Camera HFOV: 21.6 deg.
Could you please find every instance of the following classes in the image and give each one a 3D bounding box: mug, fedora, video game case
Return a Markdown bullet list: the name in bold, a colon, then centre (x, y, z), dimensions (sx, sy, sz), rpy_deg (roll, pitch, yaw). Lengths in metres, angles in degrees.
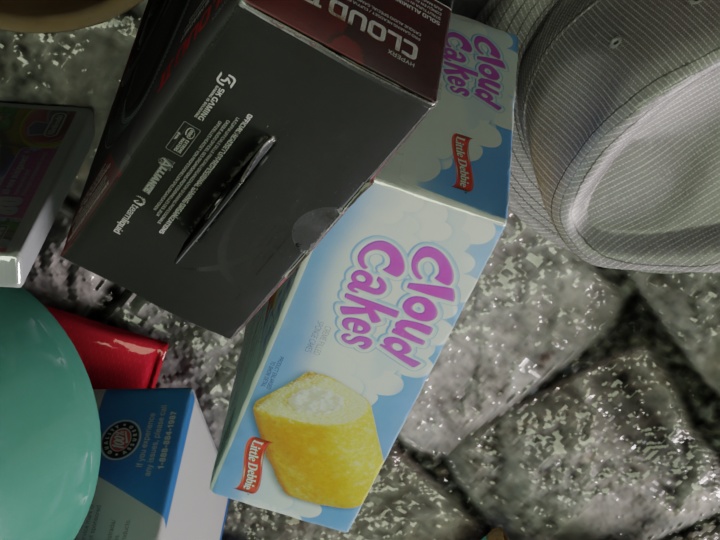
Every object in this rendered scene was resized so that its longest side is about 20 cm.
- **mug**: centre (-0.180, 0.084, 0.773), dimensions (0.151, 0.114, 0.186), rpy_deg (0, 105, 26)
- **fedora**: centre (0.137, -0.058, 0.768), dimensions (0.199, 0.090, 0.177), rpy_deg (-21, 118, 18)
- **video game case**: centre (-0.222, -0.040, 0.782), dimensions (0.199, 0.143, 0.018), rpy_deg (4, 118, 3)

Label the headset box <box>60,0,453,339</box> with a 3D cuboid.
- **headset box**: centre (-0.030, -0.085, 0.683), dimensions (0.077, 0.200, 0.149), rpy_deg (27, 137, -15)

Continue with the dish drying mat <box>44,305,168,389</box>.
- **dish drying mat**: centre (-0.197, 0.037, 0.903), dimensions (0.199, 0.018, 0.077), rpy_deg (17, 122, -6)

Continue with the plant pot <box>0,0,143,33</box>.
- **plant pot**: centre (-0.128, -0.195, 0.690), dimensions (0.200, 0.093, 0.201), rpy_deg (14, 132, 17)

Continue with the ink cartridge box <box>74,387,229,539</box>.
- **ink cartridge box**: centre (-0.174, 0.135, 0.872), dimensions (0.199, 0.145, 0.084), rpy_deg (-2, 138, 13)

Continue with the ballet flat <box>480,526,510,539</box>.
- **ballet flat**: centre (0.135, 0.183, 0.947), dimensions (0.199, 0.068, 0.073), rpy_deg (26, 102, -6)

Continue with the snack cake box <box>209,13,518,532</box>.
- **snack cake box**: centre (0.000, 0.000, 0.783), dimensions (0.067, 0.115, 0.200), rpy_deg (17, 134, -7)
